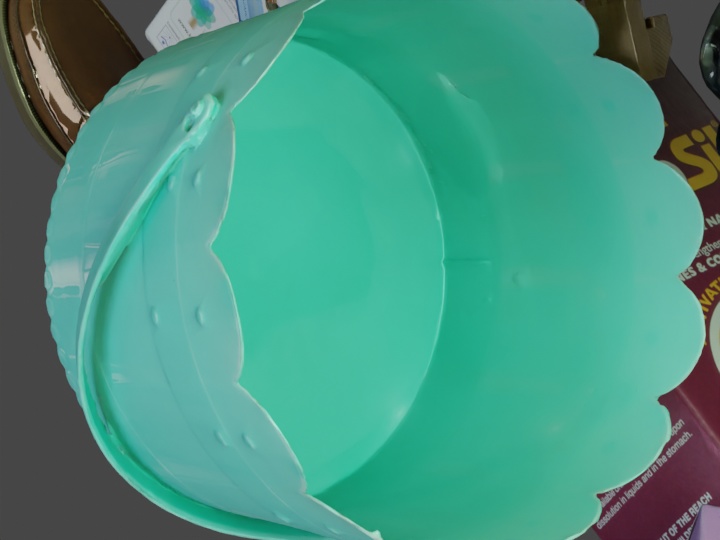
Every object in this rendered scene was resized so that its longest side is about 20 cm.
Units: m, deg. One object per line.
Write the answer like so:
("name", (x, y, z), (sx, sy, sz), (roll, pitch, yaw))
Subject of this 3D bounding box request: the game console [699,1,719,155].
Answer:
("game console", (0.154, -0.128, 0.831), (0.118, 0.171, 0.200), (30, 91, 41))

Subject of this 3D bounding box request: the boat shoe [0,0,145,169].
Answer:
("boat shoe", (-0.100, -0.060, 1.331), (0.068, 0.072, 0.200), (-20, 102, 49))

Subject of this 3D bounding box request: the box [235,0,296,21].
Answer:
("box", (-0.014, -0.144, 1.103), (0.137, 0.038, 0.200), (33, 136, 58))

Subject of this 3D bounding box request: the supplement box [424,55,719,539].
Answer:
("supplement box", (0.120, 0.028, 1.069), (0.200, 0.110, 0.086), (54, 140, 16))

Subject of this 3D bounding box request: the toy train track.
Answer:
("toy train track", (0.081, -0.164, 0.963), (0.115, 0.033, 0.200), (-5, 99, 59))

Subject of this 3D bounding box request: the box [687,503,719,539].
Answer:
("box", (0.188, 0.194, 0.931), (0.176, 0.200, 0.097), (8, 141, -1))

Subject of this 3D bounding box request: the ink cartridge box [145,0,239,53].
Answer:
("ink cartridge box", (-0.014, -0.113, 1.216), (0.119, 0.042, 0.200), (56, 144, 11))

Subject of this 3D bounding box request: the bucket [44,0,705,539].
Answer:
("bucket", (0.000, 0.000, 0.956), (0.135, 0.207, 0.207), (-3, 106, 55))
